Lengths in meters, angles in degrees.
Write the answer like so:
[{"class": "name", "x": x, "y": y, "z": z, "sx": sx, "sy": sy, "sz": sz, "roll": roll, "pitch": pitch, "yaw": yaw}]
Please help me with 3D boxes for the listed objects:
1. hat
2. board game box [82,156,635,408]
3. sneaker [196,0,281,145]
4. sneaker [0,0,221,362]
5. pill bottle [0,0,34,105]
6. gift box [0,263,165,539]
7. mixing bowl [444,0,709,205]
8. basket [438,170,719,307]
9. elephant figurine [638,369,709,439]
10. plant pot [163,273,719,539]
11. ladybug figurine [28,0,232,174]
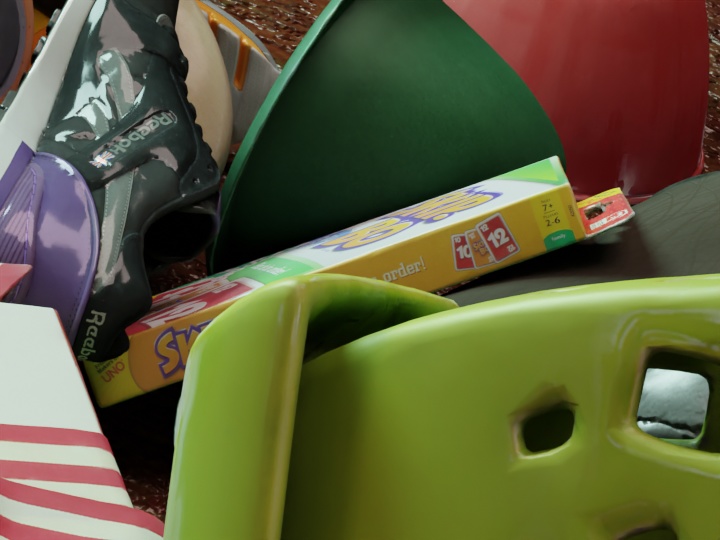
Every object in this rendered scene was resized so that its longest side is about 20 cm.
[{"class": "hat", "x": 0.063, "y": -0.023, "z": 1.162, "sx": 0.176, "sy": 0.166, "sz": 0.200, "roll": 31, "pitch": 35, "yaw": 13}, {"class": "board game box", "x": 0.000, "y": 0.000, "z": 1.077, "sx": 0.200, "sy": 0.030, "sz": 0.096, "roll": -17, "pitch": 7, "yaw": 3}, {"class": "sneaker", "x": -0.128, "y": -0.108, "z": 1.285, "sx": 0.200, "sy": 0.078, "sz": 0.077, "roll": 18, "pitch": 23, "yaw": -1}, {"class": "sneaker", "x": -0.087, "y": -0.040, "z": 1.075, "sx": 0.087, "sy": 0.076, "sz": 0.200, "roll": 24, "pitch": 47, "yaw": -1}, {"class": "pill bottle", "x": -0.222, "y": -0.095, "z": 1.099, "sx": 0.200, "sy": 0.107, "sz": 0.106, "roll": 6, "pitch": 22, "yaw": 24}, {"class": "gift box", "x": -0.143, "y": 0.098, "z": 0.784, "sx": 0.200, "sy": 0.187, "sz": 0.185, "roll": 2, "pitch": 33, "yaw": -27}, {"class": "mixing bowl", "x": 0.088, "y": -0.129, "z": 1.423, "sx": 0.200, "sy": 0.109, "sz": 0.200, "roll": 15, "pitch": 27, "yaw": -8}, {"class": "basket", "x": 0.085, "y": 0.052, "z": 1.068, "sx": 0.200, "sy": 0.136, "sz": 0.180, "roll": -19, "pitch": 12, "yaw": -42}, {"class": "elephant figurine", "x": 0.088, "y": 0.112, "z": 0.882, "sx": 0.142, "sy": 0.155, "sz": 0.200, "roll": 48, "pitch": 58, "yaw": -15}, {"class": "plant pot", "x": 0.054, "y": 0.094, "z": 0.709, "sx": 0.181, "sy": 0.200, "sz": 0.200, "roll": 6, "pitch": -1, "yaw": 15}, {"class": "ladybug figurine", "x": -0.133, "y": -0.079, "z": 1.191, "sx": 0.200, "sy": 0.136, "sz": 0.072, "roll": 38, "pitch": -4, "yaw": 19}]
